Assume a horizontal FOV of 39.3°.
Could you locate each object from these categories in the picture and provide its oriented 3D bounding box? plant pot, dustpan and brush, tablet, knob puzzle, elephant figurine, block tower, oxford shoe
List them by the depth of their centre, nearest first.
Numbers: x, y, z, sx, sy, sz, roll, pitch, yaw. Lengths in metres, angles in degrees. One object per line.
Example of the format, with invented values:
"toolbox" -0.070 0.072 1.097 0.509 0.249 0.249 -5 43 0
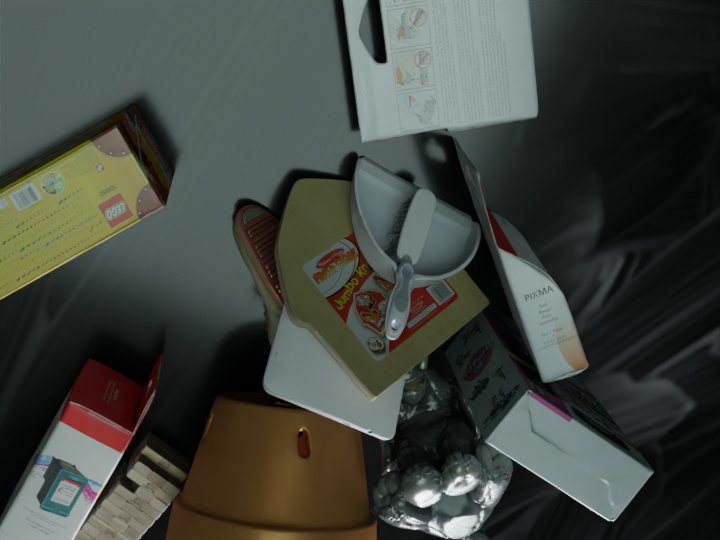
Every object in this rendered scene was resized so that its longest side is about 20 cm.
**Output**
"dustpan and brush" 0.041 -0.014 0.904 0.138 0.057 0.202 27 55 -13
"tablet" -0.009 0.046 0.928 0.128 0.202 0.014 24 144 -14
"knob puzzle" 0.000 0.000 0.932 0.217 0.222 0.030 24 143 -14
"plant pot" -0.075 0.193 0.949 0.196 0.200 0.143 8 87 -10
"oxford shoe" -0.074 0.036 0.961 0.073 0.071 0.202 -27 92 39
"elephant figurine" 0.066 0.148 0.991 0.139 0.202 0.156 6 131 -25
"block tower" -0.254 0.258 1.001 0.058 0.054 0.201 38 96 -14

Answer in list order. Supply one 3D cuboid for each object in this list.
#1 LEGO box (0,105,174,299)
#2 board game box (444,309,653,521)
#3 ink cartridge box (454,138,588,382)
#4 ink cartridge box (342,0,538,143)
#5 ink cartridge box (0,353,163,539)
"LEGO box" -0.267 -0.054 0.868 0.198 0.149 0.078 -29 107 1
"board game box" 0.169 0.129 0.949 0.147 0.200 0.065 34 100 -15
"ink cartridge box" 0.145 -0.020 0.928 0.049 0.162 0.203 -17 107 4
"ink cartridge box" 0.069 -0.229 0.925 0.170 0.044 0.204 -9 106 -5
"ink cartridge box" -0.261 0.164 0.943 0.067 0.116 0.202 29 98 -13
